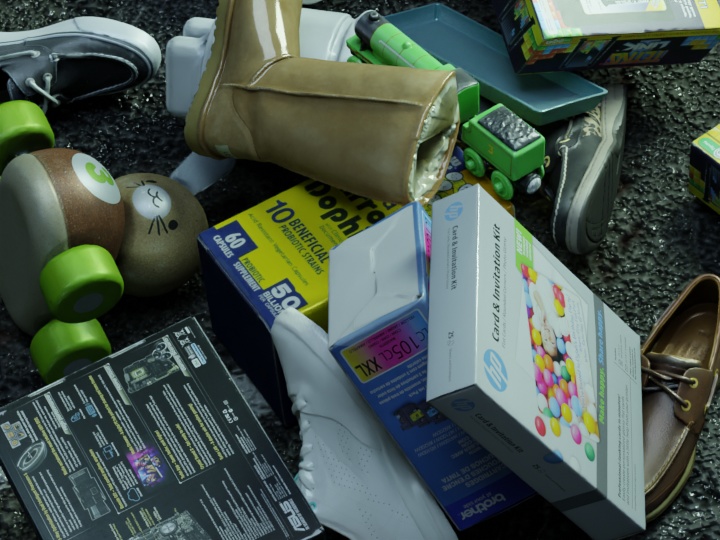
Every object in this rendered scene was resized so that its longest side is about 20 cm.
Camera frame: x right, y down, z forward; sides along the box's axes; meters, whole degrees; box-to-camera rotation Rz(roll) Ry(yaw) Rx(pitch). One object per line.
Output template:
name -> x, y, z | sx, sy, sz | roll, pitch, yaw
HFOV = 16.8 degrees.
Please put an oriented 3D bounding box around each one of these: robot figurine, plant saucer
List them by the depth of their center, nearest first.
plant saucer -> 0.094, -0.155, 1.831 | 0.070, 0.019, 0.200 | -18, 36, -34
robot figurine -> -0.047, -0.142, 1.848 | 0.199, 0.113, 0.170 | 8, 32, 12

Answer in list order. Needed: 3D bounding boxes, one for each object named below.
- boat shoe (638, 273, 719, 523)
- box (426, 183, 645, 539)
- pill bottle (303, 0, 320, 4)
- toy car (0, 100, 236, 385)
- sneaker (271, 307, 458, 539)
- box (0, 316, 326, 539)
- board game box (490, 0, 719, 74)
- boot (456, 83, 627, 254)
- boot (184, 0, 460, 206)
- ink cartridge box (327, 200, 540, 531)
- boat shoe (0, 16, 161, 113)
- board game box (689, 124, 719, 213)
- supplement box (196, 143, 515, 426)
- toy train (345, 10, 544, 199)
boat shoe -> 0.205, 0.084, 1.659 | 0.072, 0.068, 0.200 | 18, 53, 19
box -> 0.114, 0.062, 1.554 | 0.041, 0.200, 0.156 | -23, 46, 30
pill bottle -> -0.093, -0.299, 1.995 | 0.104, 0.104, 0.200 | -34, 54, -22
toy car -> -0.162, -0.035, 1.755 | 0.199, 0.158, 0.165 | -15, 59, -23
sneaker -> -0.018, 0.123, 1.598 | 0.088, 0.075, 0.200 | -31, 87, -4
box -> -0.134, 0.141, 1.570 | 0.160, 0.044, 0.200 | -26, 53, -12
board game box -> 0.169, -0.249, 1.834 | 0.165, 0.057, 0.201 | -4, 66, -26
boot -> 0.115, -0.084, 1.793 | 0.150, 0.073, 0.200 | 8, 37, 10
boot -> -0.014, -0.140, 1.711 | 0.199, 0.066, 0.176 | 11, 83, 36
ink cartridge box -> 0.059, 0.074, 1.605 | 0.076, 0.200, 0.137 | -26, 26, 14
boat shoe -> -0.256, -0.151, 1.903 | 0.199, 0.072, 0.068 | 0, 47, 9
board game box -> 0.366, -0.062, 1.769 | 0.165, 0.057, 0.200 | -34, 55, -21
supplement box -> 0.000, 0.000, 1.723 | 0.200, 0.110, 0.109 | -27, 52, -18
toy train -> 0.058, -0.120, 1.714 | 0.042, 0.057, 0.200 | -31, 53, -25
